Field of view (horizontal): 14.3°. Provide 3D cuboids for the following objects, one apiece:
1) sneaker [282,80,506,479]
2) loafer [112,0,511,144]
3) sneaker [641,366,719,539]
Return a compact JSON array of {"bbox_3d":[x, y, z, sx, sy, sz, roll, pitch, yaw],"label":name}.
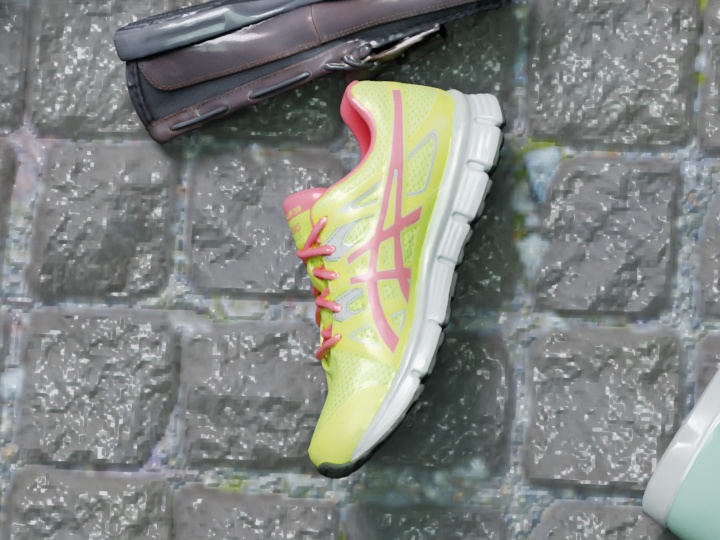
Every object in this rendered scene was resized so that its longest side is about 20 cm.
[{"bbox_3d":[0.000,0.000,1.357,0.090,0.078,0.201,19,73,-8],"label":"sneaker"},{"bbox_3d":[-0.019,-0.110,1.394,0.199,0.072,0.063,-11,100,10],"label":"loafer"},{"bbox_3d":[0.230,0.056,1.331,0.118,0.074,0.201,31,96,16],"label":"sneaker"}]
